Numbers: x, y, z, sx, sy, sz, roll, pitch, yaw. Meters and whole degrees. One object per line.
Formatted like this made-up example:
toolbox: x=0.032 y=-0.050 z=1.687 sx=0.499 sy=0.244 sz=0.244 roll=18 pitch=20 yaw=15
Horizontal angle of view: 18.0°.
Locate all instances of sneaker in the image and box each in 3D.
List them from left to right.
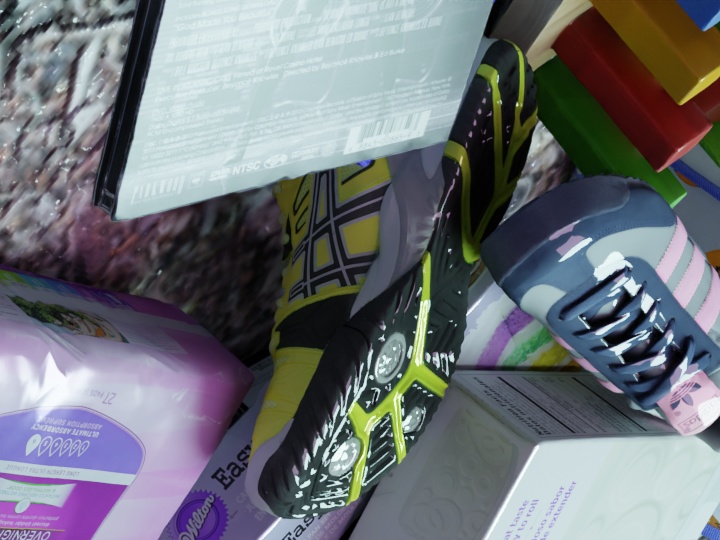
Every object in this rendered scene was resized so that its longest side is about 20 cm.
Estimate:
sneaker: x=0.000 y=0.000 z=0.869 sx=0.200 sy=0.076 sz=0.075 roll=-65 pitch=151 yaw=-13
sneaker: x=0.115 y=0.021 z=0.900 sx=0.070 sy=0.082 sz=0.200 roll=-35 pitch=154 yaw=18

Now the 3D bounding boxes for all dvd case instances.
dvd case: x=-0.002 y=-0.113 z=0.691 sx=0.148 sy=0.016 sz=0.200 roll=-16 pitch=136 yaw=-40

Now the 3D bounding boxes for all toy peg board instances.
toy peg board: x=0.161 y=-0.119 z=0.912 sx=0.200 sy=0.098 sz=0.199 roll=-36 pitch=172 yaw=-25

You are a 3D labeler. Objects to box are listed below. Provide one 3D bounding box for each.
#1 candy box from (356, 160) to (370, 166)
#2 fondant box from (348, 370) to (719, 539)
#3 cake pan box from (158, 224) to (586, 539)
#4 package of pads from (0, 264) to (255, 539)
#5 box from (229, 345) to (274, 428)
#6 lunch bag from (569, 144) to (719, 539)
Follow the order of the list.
candy box: x=0.007 y=-0.155 z=0.749 sx=0.200 sy=0.077 sz=0.169 roll=-53 pitch=150 yaw=1
fondant box: x=0.074 y=0.117 z=0.977 sx=0.200 sy=0.058 sz=0.145 roll=5 pitch=117 yaw=-54
cake pan box: x=0.011 y=0.089 z=0.967 sx=0.200 sy=0.052 sz=0.184 roll=-46 pitch=146 yaw=-11
package of pads: x=-0.135 y=0.061 z=0.797 sx=0.121 sy=0.076 sz=0.200 roll=-60 pitch=151 yaw=9
box: x=-0.003 y=0.095 z=1.052 sx=0.159 sy=0.046 sz=0.200 roll=-30 pitch=144 yaw=-32
lunch bag: x=0.187 y=0.031 z=1.088 sx=0.124 sy=0.200 sz=0.170 roll=-16 pitch=136 yaw=-45
